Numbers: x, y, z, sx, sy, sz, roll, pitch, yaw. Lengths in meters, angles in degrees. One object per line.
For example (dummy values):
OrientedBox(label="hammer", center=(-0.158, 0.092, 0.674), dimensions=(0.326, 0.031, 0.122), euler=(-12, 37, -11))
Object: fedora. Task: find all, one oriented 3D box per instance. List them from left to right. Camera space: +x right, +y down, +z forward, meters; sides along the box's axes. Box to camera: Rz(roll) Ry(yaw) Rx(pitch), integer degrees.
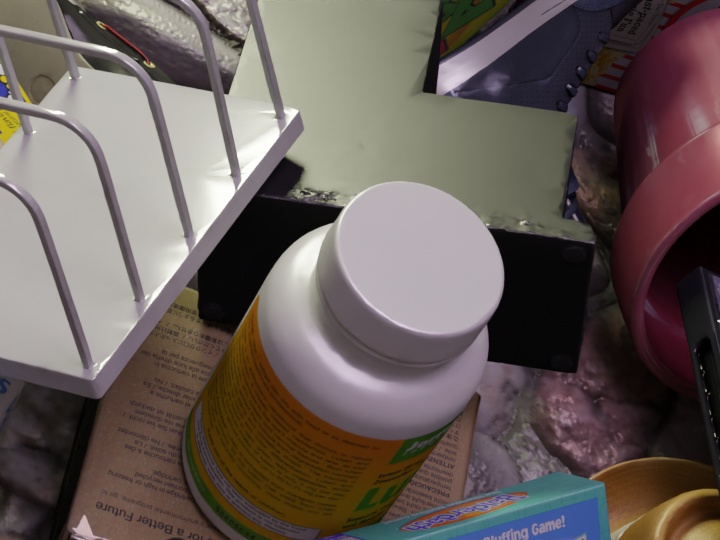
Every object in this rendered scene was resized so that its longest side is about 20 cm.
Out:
OrientedBox(label="fedora", center=(0.185, 0.183, 1.406), dimensions=(0.199, 0.082, 0.202), euler=(7, 62, -14))

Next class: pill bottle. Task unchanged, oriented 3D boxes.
OrientedBox(label="pill bottle", center=(-0.006, 0.047, 1.255), dimensions=(0.110, 0.200, 0.112), euler=(11, 54, -16))

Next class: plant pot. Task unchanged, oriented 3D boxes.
OrientedBox(label="plant pot", center=(0.230, -0.049, 1.542), dimensions=(0.199, 0.201, 0.180), euler=(6, 40, -20))

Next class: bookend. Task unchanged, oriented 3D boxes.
OrientedBox(label="bookend", center=(0.029, -0.060, 1.394), dimensions=(0.197, 0.092, 0.201), euler=(8, 43, 4))

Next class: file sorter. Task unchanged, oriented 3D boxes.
OrientedBox(label="file sorter", center=(-0.142, -0.064, 1.248), dimensions=(0.138, 0.125, 0.200), euler=(12, 46, 26))

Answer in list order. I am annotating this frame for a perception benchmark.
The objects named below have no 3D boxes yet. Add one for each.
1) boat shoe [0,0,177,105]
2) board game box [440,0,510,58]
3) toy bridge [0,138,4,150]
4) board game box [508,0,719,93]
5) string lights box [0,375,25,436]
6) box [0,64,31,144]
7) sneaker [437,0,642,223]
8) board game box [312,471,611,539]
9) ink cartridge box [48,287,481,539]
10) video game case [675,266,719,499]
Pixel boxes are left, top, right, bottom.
OrientedBox(label="boat shoe", center=(-0.160, -0.105, 1.477), dimensions=(0.201, 0.074, 0.063), euler=(40, 15, 18))
OrientedBox(label="board game box", center=(0.050, -0.184, 1.516), dimensions=(0.101, 0.200, 0.048), euler=(24, 28, -55))
OrientedBox(label="toy bridge", center=(-0.207, -0.038, 1.353), dimensions=(0.067, 0.027, 0.201), euler=(-21, 72, -1))
OrientedBox(label="board game box", center=(0.209, -0.162, 1.620), dimensions=(0.199, 0.152, 0.047), euler=(15, 53, -14))
OrientedBox(label="string lights box", center=(-0.244, 0.128, 1.252), dimensions=(0.059, 0.103, 0.200), euler=(33, 51, 1))
OrientedBox(label="box", center=(-0.204, -0.052, 1.417), dimensions=(0.070, 0.064, 0.200), euler=(-21, 68, -33))
OrientedBox(label="sneaker", center=(0.119, -0.085, 1.523), dimensions=(0.202, 0.077, 0.147), euler=(-34, 88, 5))
OrientedBox(label="board game box", center=(0.059, 0.214, 1.299), dimensions=(0.151, 0.045, 0.201), euler=(-13, 100, -30))
OrientedBox(label="ink cartridge box", center=(-0.049, 0.113, 1.367), dimensions=(0.199, 0.075, 0.165), euler=(21, 53, -11))
OrientedBox(label="video game case", center=(0.263, 0.106, 1.444), dimensions=(0.199, 0.025, 0.181), euler=(24, 43, -32))
